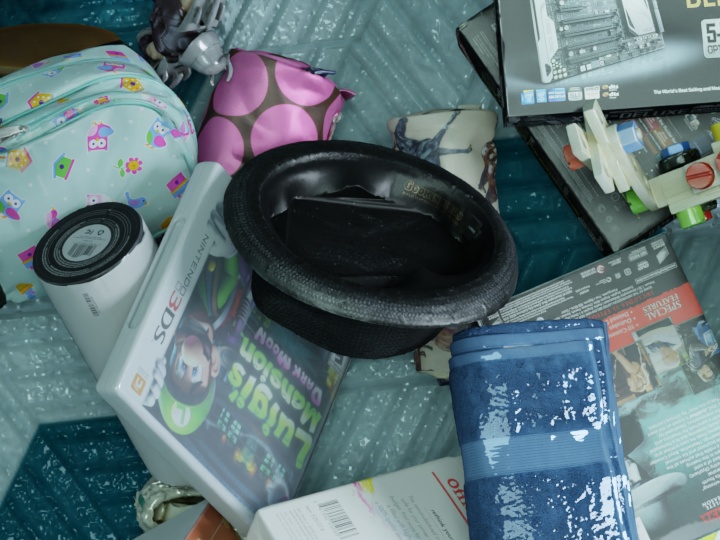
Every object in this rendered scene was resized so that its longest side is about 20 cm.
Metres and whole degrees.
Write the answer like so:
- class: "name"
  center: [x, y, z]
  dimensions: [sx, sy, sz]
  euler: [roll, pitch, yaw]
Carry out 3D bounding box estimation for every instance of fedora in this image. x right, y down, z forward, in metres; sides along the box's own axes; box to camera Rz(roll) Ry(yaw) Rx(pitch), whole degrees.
- class: "fedora"
  center: [0.000, 0.000, 1.661]
  dimensions: [0.200, 0.201, 0.092]
  euler: [21, 129, 3]

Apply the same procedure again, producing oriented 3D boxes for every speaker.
- class: "speaker"
  center: [-0.144, 0.053, 1.691]
  dimensions: [0.081, 0.081, 0.200]
  euler: [-26, 129, -1]

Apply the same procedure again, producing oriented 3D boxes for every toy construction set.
- class: "toy construction set"
  center: [0.237, -0.075, 1.656]
  dimensions: [0.200, 0.131, 0.092]
  euler: [-5, 91, 19]

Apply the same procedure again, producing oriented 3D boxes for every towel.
- class: "towel"
  center: [0.120, 0.132, 1.635]
  dimensions: [0.111, 0.049, 0.200]
  euler: [-3, 77, -15]

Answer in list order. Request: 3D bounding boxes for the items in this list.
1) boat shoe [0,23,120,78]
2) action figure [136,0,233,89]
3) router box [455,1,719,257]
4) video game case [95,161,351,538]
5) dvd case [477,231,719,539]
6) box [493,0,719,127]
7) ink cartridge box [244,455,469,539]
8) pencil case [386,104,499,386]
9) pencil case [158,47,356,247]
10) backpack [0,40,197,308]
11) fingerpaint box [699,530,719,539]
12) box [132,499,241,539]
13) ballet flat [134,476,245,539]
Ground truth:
- class: "boat shoe"
  center: [-0.267, -0.131, 1.782]
  dimensions: [0.200, 0.070, 0.070]
  euler: [-4, 122, -4]
- class: "action figure"
  center: [-0.140, -0.213, 1.760]
  dimensions: [0.069, 0.130, 0.200]
  euler: [-13, 65, -44]
- class: "router box"
  center: [0.182, -0.129, 1.769]
  dimensions: [0.150, 0.062, 0.200]
  euler: [-34, 85, -2]
- class: "video game case"
  center: [-0.082, 0.058, 1.678]
  dimensions: [0.023, 0.200, 0.182]
  euler: [0, 55, 36]
- class: "dvd case"
  center: [0.182, 0.092, 1.692]
  dimensions: [0.146, 0.022, 0.200]
  euler: [-23, 80, -8]
- class: "box"
  center: [0.191, -0.184, 1.718]
  dimensions: [0.200, 0.050, 0.158]
  euler: [-3, 84, -1]
- class: "ink cartridge box"
  center: [0.033, 0.197, 1.671]
  dimensions: [0.200, 0.067, 0.117]
  euler: [-12, 52, -31]
- class: "pencil case"
  center: [0.068, -0.021, 1.756]
  dimensions: [0.078, 0.089, 0.200]
  euler: [-10, 83, 29]
- class: "pencil case"
  center: [-0.079, -0.054, 1.760]
  dimensions: [0.094, 0.091, 0.200]
  euler: [22, 87, -22]
- class: "backpack"
  center: [-0.210, -0.065, 1.717]
  dimensions: [0.200, 0.167, 0.127]
  euler: [-27, 40, -8]
- class: "fingerpaint box"
  center: [0.220, 0.196, 1.732]
  dimensions: [0.200, 0.073, 0.167]
  euler: [18, 86, 2]
- class: "box"
  center: [-0.097, 0.274, 1.675]
  dimensions: [0.097, 0.124, 0.200]
  euler: [-30, 99, 18]
- class: "ballet flat"
  center: [-0.063, 0.188, 1.744]
  dimensions: [0.200, 0.072, 0.072]
  euler: [12, 85, 2]
